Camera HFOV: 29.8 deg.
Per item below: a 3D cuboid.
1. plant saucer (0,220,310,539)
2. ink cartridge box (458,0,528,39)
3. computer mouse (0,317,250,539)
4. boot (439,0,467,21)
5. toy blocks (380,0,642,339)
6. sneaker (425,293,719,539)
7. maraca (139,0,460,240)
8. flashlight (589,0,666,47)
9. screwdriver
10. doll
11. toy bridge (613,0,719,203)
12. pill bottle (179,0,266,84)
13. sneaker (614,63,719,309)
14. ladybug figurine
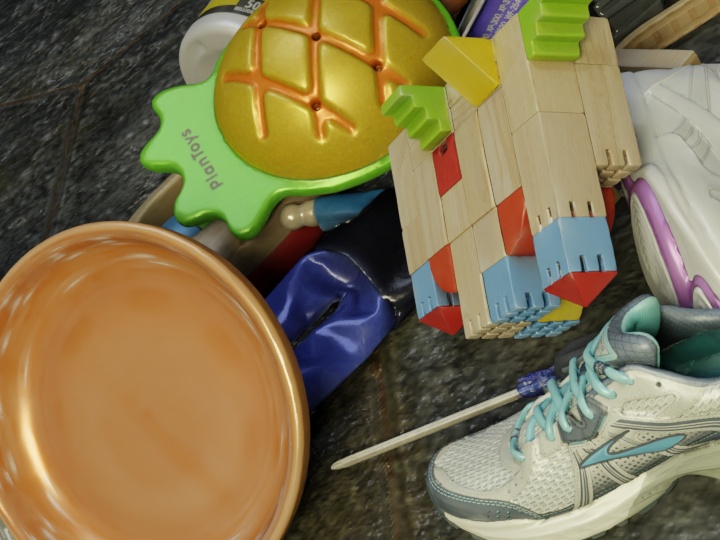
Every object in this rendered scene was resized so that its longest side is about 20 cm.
[{"bbox_3d":[-0.112,0.074,0.691,0.200,0.201,0.037,-19,-1,25],"label":"plant saucer"},{"bbox_3d":[0.108,-0.201,0.851,0.200,0.043,0.198,-65,3,-39],"label":"ink cartridge box"},{"bbox_3d":[-0.135,0.102,0.750,0.200,0.110,0.044,-29,-5,25],"label":"computer mouse"},{"bbox_3d":[0.062,-0.252,0.860,0.155,0.077,0.200,111,180,-62],"label":"boot"},{"bbox_3d":[0.075,-0.029,0.668,0.200,0.100,0.137,139,125,-61],"label":"toy blocks"},{"bbox_3d":[0.111,0.052,0.572,0.200,0.086,0.078,-21,33,22],"label":"sneaker"},{"bbox_3d":[-0.034,-0.100,0.793,0.200,0.107,0.137,-33,63,-3],"label":"maraca"},{"bbox_3d":[0.222,-0.213,0.844,0.200,0.068,0.068,-41,74,-1],"label":"flashlight"},{"bbox_3d":[0.062,0.061,0.655,0.200,0.029,0.028,-20,19,27],"label":"screwdriver"},{"bbox_3d":[0.000,0.000,0.776,0.136,0.049,0.200,33,68,34],"label":"doll"},{"bbox_3d":[0.171,-0.114,0.792,0.200,0.027,0.067,-48,33,-19],"label":"toy bridge"},{"bbox_3d":[-0.046,-0.205,1.039,0.111,0.111,0.200,-5,43,39],"label":"pill bottle"},{"bbox_3d":[0.174,-0.042,0.650,0.099,0.075,0.200,-13,43,3],"label":"sneaker"},{"bbox_3d":[-0.085,-0.024,0.873,0.200,0.072,0.136,-44,33,-14],"label":"ladybug figurine"}]
